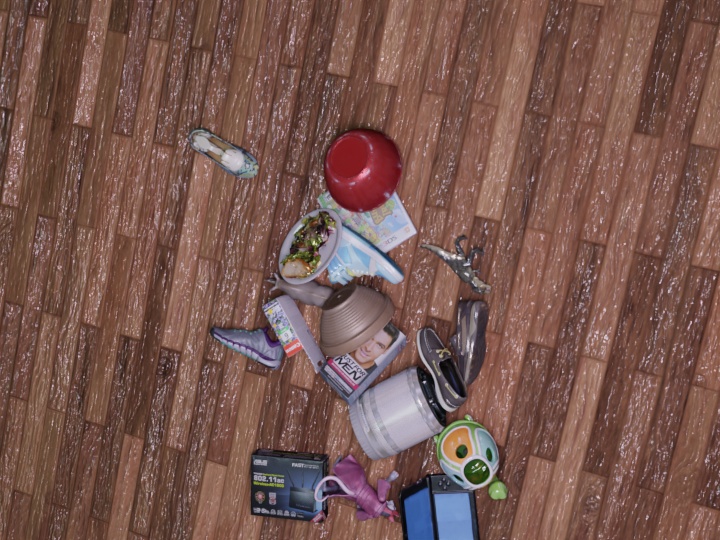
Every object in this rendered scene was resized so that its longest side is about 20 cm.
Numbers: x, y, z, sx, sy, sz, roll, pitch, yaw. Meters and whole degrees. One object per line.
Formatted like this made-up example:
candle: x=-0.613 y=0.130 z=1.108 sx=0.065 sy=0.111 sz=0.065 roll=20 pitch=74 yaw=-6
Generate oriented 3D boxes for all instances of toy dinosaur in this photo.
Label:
toy dinosaur: x=0.236 y=-0.028 z=1.635 sx=0.199 sy=0.047 sz=0.089 roll=39 pitch=107 yaw=11

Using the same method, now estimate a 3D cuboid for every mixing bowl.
mixing bowl: x=-0.010 y=-0.247 z=1.625 sx=0.194 sy=0.108 sz=0.207 roll=-3 pitch=80 yaw=19

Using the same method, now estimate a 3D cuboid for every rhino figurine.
rhino figurine: x=-0.145 y=0.045 z=1.701 sx=0.195 sy=0.087 sz=0.062 roll=16 pitch=95 yaw=14

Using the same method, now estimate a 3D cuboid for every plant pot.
plant pot: x=-0.026 y=0.098 z=1.611 sx=0.198 sy=0.202 sz=0.094 roll=-31 pitch=106 yaw=13

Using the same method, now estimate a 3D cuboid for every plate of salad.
plate of salad: x=-0.126 y=-0.064 z=1.661 sx=0.197 sy=0.048 sz=0.205 roll=-24 pitch=49 yaw=30

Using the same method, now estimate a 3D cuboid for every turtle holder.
turtle holder: x=0.252 y=0.442 z=1.596 sx=0.137 sy=0.132 sz=0.191 roll=-14 pitch=106 yaw=-4

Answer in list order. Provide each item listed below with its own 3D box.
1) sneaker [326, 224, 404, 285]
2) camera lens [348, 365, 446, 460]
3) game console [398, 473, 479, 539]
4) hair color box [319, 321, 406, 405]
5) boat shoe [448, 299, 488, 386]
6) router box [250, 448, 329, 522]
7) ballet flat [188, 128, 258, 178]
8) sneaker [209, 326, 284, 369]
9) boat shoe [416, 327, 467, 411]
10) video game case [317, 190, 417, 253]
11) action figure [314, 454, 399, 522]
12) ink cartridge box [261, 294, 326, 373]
sneaker: x=0.000 y=0.000 z=1.653 sx=0.198 sy=0.079 sz=0.132 roll=37 pitch=99 yaw=17
camera lens: x=0.090 y=0.330 z=1.625 sx=0.197 sy=0.160 sz=0.163 roll=-28 pitch=87 yaw=12
game console: x=0.188 y=0.594 z=1.639 sx=0.167 sy=0.119 sz=0.207 roll=-6 pitch=92 yaw=13
hair color box: x=0.008 y=0.203 z=1.638 sx=0.099 sy=0.061 sz=0.200 roll=39 pitch=73 yaw=21
boat shoe: x=0.249 y=0.166 z=1.636 sx=0.072 sy=0.074 sz=0.206 roll=14 pitch=101 yaw=37
router box: x=-0.176 y=0.534 z=1.747 sx=0.194 sy=0.062 sz=0.155 roll=1 pitch=92 yaw=13
ballet flat: x=-0.345 y=-0.290 z=1.741 sx=0.196 sy=0.074 sz=0.076 roll=28 pitch=98 yaw=10
sneaker: x=-0.277 y=0.170 z=1.758 sx=0.196 sy=0.074 sz=0.089 roll=26 pitch=81 yaw=3
boat shoe: x=0.192 y=0.217 z=1.617 sx=0.061 sy=0.070 sz=0.205 roll=-44 pitch=58 yaw=43
video game case: x=0.015 y=-0.133 z=1.689 sx=0.179 sy=0.022 sz=0.204 roll=-30 pitch=86 yaw=12
action figure: x=0.009 y=0.527 z=1.664 sx=0.197 sy=0.149 sz=0.136 roll=32 pitch=95 yaw=16
ink cartridge box: x=-0.157 y=0.161 z=1.699 sx=0.050 sy=0.109 sz=0.203 roll=-29 pitch=86 yaw=12
